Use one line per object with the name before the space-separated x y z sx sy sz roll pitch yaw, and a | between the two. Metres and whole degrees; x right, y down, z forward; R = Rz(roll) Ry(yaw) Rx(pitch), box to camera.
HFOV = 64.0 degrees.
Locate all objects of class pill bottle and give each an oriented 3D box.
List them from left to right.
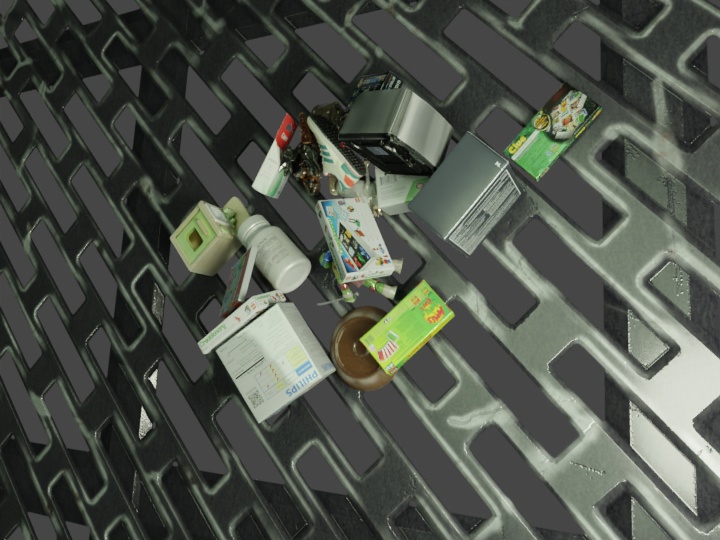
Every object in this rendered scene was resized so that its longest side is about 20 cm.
pill bottle | -0.227 -0.047 1.483 0.115 0.114 0.200 -49 65 10

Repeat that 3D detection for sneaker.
sneaker | -0.077 -0.280 1.386 0.201 0.070 0.093 50 124 5

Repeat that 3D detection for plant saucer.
plant saucer | 0.006 0.185 1.375 0.197 0.037 0.205 -4 80 25

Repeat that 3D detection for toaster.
toaster | 0.080 -0.284 1.214 0.198 0.179 0.121 14 82 50

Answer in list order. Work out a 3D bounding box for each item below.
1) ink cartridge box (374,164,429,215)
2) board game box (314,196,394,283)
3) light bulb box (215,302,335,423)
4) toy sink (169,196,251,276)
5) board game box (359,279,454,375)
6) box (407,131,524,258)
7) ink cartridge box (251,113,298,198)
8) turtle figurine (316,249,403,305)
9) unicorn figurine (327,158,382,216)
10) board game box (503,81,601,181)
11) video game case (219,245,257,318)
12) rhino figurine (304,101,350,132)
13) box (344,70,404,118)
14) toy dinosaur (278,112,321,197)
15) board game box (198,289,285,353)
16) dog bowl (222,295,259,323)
ink cartridge box | 0.111 -0.249 1.370 0.143 0.087 0.204 -10 78 23
board game box | -0.014 -0.074 1.301 0.035 0.124 0.203 -57 47 52
light bulb box | -0.199 0.214 1.368 0.197 0.125 0.202 -36 80 9
toy sink | -0.404 -0.105 1.578 0.200 0.112 0.131 -44 67 13
board game box | 0.106 0.130 1.305 0.200 0.048 0.102 -43 71 1
box | 0.230 -0.156 1.235 0.123 0.198 0.201 44 100 24
ink cartridge box | -0.202 -0.288 1.486 0.050 0.161 0.202 29 94 1
turtle figurine | 0.000 0.000 1.389 0.190 0.201 0.146 15 57 4
unicorn figurine | 0.002 -0.210 1.432 0.198 0.073 0.140 12 96 41
board game box | 0.420 -0.306 1.268 0.200 0.023 0.105 -48 67 10
video game case | -0.309 0.033 1.449 0.200 0.017 0.145 -32 44 60
rhino figurine | -0.079 -0.384 1.460 0.199 0.059 0.089 24 95 61
box | 0.016 -0.395 1.402 0.161 0.045 0.200 -64 24 3
toy dinosaur | -0.142 -0.286 1.456 0.101 0.136 0.202 -20 105 21
board game box | -0.286 0.123 1.392 0.199 0.126 0.035 -39 81 20
dog bowl | -0.281 0.164 1.504 0.197 0.058 0.204 -4 79 24
